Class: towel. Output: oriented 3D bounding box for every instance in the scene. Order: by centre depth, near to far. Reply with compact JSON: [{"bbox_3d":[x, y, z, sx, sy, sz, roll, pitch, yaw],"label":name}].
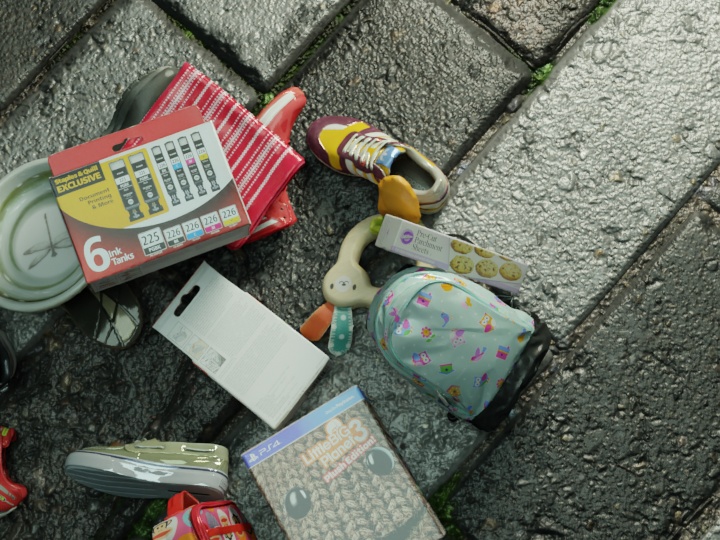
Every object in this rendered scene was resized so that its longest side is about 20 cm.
[{"bbox_3d":[-0.181,-0.138,1.540,0.200,0.022,0.145,40,95,8],"label":"towel"}]

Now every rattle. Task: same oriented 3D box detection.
[{"bbox_3d":[0.000,0.000,1.504,0.200,0.143,0.130,-35,81,-4],"label":"rattle"}]

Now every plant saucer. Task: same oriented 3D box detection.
[{"bbox_3d":[-0.384,-0.039,1.553,0.199,0.050,0.201,-5,69,14],"label":"plant saucer"}]

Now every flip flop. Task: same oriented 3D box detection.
[{"bbox_3d":[-0.344,0.033,1.574,0.199,0.058,0.081,26,78,25],"label":"flip flop"}]

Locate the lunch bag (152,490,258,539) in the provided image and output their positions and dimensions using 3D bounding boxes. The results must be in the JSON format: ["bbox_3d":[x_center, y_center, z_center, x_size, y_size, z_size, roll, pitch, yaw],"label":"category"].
[{"bbox_3d":[-0.164,0.330,1.425,0.082,0.200,0.177,-29,78,4],"label":"lunch bag"}]

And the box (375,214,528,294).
[{"bbox_3d":[0.110,-0.018,1.485,0.199,0.039,0.042,19,93,-33],"label":"box"}]

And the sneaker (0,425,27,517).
[{"bbox_3d":[-0.467,0.204,1.549,0.085,0.077,0.201,-24,85,-11],"label":"sneaker"}]

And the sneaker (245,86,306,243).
[{"bbox_3d":[-0.105,-0.121,1.579,0.115,0.078,0.200,38,97,2],"label":"sneaker"}]

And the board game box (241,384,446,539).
[{"bbox_3d":[-0.017,0.262,1.476,0.159,0.097,0.201,-32,78,-2],"label":"board game box"}]

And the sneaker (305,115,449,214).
[{"bbox_3d":[0.021,-0.141,1.553,0.199,0.090,0.075,26,82,9],"label":"sneaker"}]

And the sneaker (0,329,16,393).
[{"bbox_3d":[-0.472,0.060,1.499,0.078,0.140,0.200,-39,107,-10],"label":"sneaker"}]

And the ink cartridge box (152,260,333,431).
[{"bbox_3d":[-0.143,0.092,1.545,0.200,0.050,0.109,37,85,12],"label":"ink cartridge box"}]

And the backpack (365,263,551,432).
[{"bbox_3d":[0.107,0.076,1.458,0.199,0.127,0.167,33,85,-13],"label":"backpack"}]

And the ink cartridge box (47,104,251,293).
[{"bbox_3d":[-0.251,-0.093,1.471,0.199,0.084,0.176,-21,84,-9],"label":"ink cartridge box"}]

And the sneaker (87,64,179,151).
[{"bbox_3d":[-0.281,-0.168,1.602,0.091,0.076,0.200,36,93,4],"label":"sneaker"}]

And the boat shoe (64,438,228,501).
[{"bbox_3d":[-0.254,0.235,1.526,0.199,0.072,0.062,7,55,3],"label":"boat shoe"}]
